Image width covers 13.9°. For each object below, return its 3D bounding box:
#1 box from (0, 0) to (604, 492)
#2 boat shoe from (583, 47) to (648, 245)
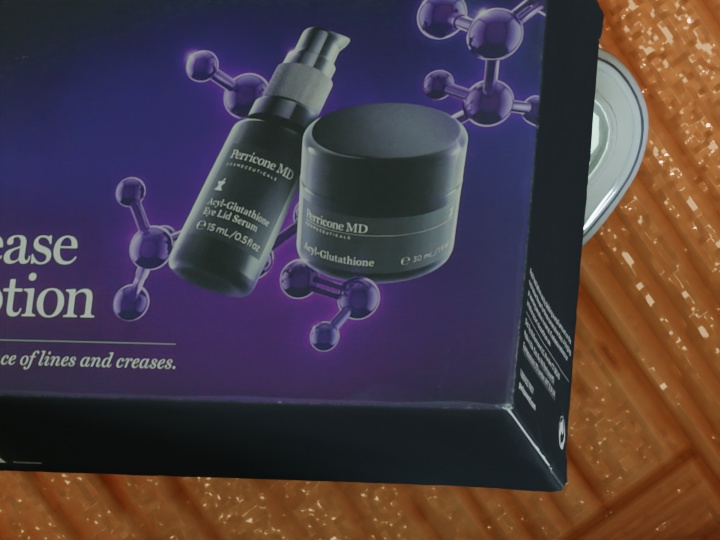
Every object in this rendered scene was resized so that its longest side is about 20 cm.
[{"bbox_3d":[-0.042,-0.020,0.798,0.199,0.079,0.142,0,69,15],"label":"box"},{"bbox_3d":[0.000,0.000,0.857,0.200,0.065,0.074,-35,95,0],"label":"boat shoe"}]
